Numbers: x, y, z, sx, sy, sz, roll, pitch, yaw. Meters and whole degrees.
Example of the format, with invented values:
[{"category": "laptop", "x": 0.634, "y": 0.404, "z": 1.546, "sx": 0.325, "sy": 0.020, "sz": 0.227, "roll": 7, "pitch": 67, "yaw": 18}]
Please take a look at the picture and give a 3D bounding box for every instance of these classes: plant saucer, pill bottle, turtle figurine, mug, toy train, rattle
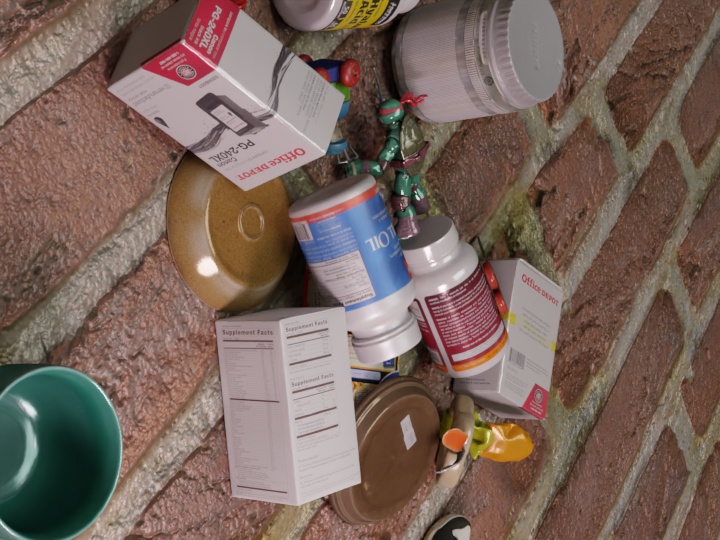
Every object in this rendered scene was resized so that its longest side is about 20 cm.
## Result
[{"category": "plant saucer", "x": -0.134, "y": -0.054, "z": 1.316, "sx": 0.199, "sy": 0.035, "sz": 0.204, "roll": 5, "pitch": 84, "yaw": -50}, {"category": "pill bottle", "x": -0.009, "y": -0.356, "z": 1.427, "sx": 0.199, "sy": 0.110, "sz": 0.113, "roll": -19, "pitch": 103, "yaw": -49}, {"category": "turtle figurine", "x": 0.040, "y": -0.150, "z": 1.494, "sx": 0.150, "sy": 0.099, "sz": 0.203, "roll": -43, "pitch": 126, "yaw": -43}, {"category": "mug", "x": -0.311, "y": 0.147, "z": 1.027, "sx": 0.152, "sy": 0.113, "sz": 0.187, "roll": -44, "pitch": 120, "yaw": -42}, {"category": "plant saucer", "x": 0.036, "y": 0.232, "z": 1.465, "sx": 0.198, "sy": 0.029, "sz": 0.203, "roll": -24, "pitch": 124, "yaw": -41}, {"category": "pill bottle", "x": 0.000, "y": 0.000, "z": 1.351, "sx": 0.112, "sy": 0.111, "sz": 0.203, "roll": -35, "pitch": 108, "yaw": -45}, {"category": "pill bottle", "x": 0.120, "y": 0.034, "z": 1.563, "sx": 0.113, "sy": 0.112, "sz": 0.202, "roll": -47, "pitch": 124, "yaw": -41}, {"category": "toy train", "x": -0.077, "y": -0.181, "z": 1.355, "sx": 0.199, "sy": 0.083, "sz": 0.118, "roll": -31, "pitch": 125, "yaw": -54}, {"category": "rattle", "x": 0.166, "y": 0.241, "z": 1.534, "sx": 0.141, "sy": 0.200, "sz": 0.131, "roll": 30, "pitch": 78, "yaw": 1}]

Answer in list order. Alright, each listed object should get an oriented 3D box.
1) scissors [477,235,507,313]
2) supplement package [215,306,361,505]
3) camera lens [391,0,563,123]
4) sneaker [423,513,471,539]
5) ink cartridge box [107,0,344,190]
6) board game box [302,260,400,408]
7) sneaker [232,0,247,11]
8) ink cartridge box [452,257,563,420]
[{"category": "scissors", "x": 0.182, "y": 0.005, "z": 1.632, "sx": 0.200, "sy": 0.014, "sz": 0.074, "roll": -88, "pitch": 154, "yaw": -76}, {"category": "supplement package", "x": -0.081, "y": 0.148, "z": 1.309, "sx": 0.109, "sy": 0.112, "sz": 0.204, "roll": -9, "pitch": 95, "yaw": -49}, {"category": "camera lens", "x": 0.151, "y": -0.286, "z": 1.551, "sx": 0.159, "sy": 0.198, "sz": 0.163, "roll": 4, "pitch": 85, "yaw": -50}, {"category": "sneaker", "x": 0.115, "y": 0.412, "z": 1.557, "sx": 0.200, "sy": 0.087, "sz": 0.076, "roll": -51, "pitch": 124, "yaw": -41}, {"category": "ink cartridge box", "x": -0.137, "y": -0.184, "z": 1.205, "sx": 0.199, "sy": 0.144, "sz": 0.084, "roll": 36, "pitch": 55, "yaw": -31}, {"category": "board game box", "x": -0.009, "y": 0.087, "z": 1.453, "sx": 0.150, "sy": 0.046, "sz": 0.204, "roll": 13, "pitch": 78, "yaw": -49}, {"category": "sneaker", "x": -0.152, "y": -0.290, "z": 1.268, "sx": 0.077, "sy": 0.084, "sz": 0.203, "roll": -29, "pitch": 110, "yaw": -47}, {"category": "ink cartridge box", "x": 0.220, "y": 0.102, "z": 1.705, "sx": 0.145, "sy": 0.082, "sz": 0.203, "roll": 31, "pitch": 64, "yaw": -46}]
